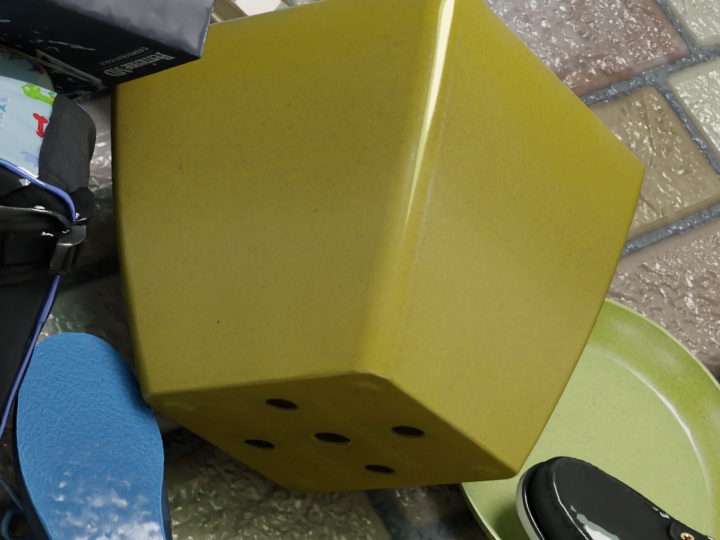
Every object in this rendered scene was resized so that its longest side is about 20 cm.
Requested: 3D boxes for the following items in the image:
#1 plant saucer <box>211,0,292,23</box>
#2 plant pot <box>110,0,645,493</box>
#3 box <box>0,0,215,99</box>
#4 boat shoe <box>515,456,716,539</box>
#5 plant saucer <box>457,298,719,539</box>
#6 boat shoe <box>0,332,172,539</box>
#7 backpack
[{"bbox_3d":[-0.063,-0.129,1.214,0.200,0.029,0.200,40,13,-11],"label":"plant saucer"},{"bbox_3d":[0.000,0.000,1.085,0.200,0.200,0.177,38,53,-48],"label":"plant pot"},{"bbox_3d":[-0.184,-0.170,1.040,0.196,0.200,0.124,17,79,-26],"label":"box"},{"bbox_3d":[0.168,0.159,1.150,0.201,0.063,0.074,41,50,1],"label":"boat shoe"},{"bbox_3d":[0.126,0.103,1.224,0.200,0.031,0.200,16,53,-22],"label":"plant saucer"},{"bbox_3d":[-0.126,0.127,1.034,0.084,0.069,0.200,0,59,-20],"label":"boat shoe"},{"bbox_3d":[-0.233,-0.025,1.003,0.200,0.183,0.147,18,31,-15],"label":"backpack"}]
